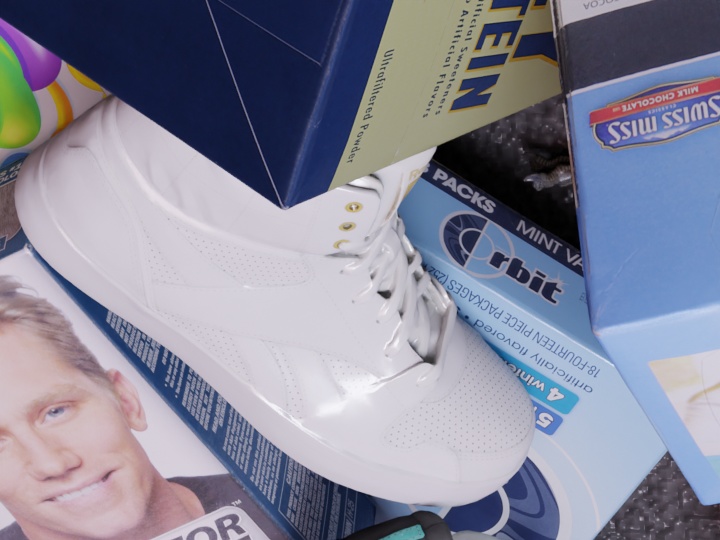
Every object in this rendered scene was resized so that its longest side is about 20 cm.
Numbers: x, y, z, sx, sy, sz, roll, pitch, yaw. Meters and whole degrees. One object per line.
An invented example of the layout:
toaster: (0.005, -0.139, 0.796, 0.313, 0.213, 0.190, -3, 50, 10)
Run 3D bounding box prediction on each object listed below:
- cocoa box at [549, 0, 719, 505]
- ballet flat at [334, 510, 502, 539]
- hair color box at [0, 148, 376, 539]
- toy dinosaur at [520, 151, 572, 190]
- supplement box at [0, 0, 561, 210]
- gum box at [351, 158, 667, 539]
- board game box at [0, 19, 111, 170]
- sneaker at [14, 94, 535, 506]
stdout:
cocoa box: (0.167, -0.032, 0.733, 0.199, 0.132, 0.133, -12, 151, 16)
ballet flat: (0.049, 0.138, 0.946, 0.068, 0.068, 0.200, -38, 146, 6)
hair color box: (-0.090, 0.058, 0.933, 0.100, 0.061, 0.200, -24, 123, 24)
toy dinosaur: (0.075, -0.073, 0.927, 0.200, 0.048, 0.088, 43, 113, -12)
supplement box: (-0.017, -0.146, 0.794, 0.200, 0.199, 0.135, 34, 124, 24)
gum box: (0.013, 0.052, 0.982, 0.169, 0.045, 0.200, 32, 136, -2)
board game box: (-0.137, -0.053, 0.965, 0.199, 0.105, 0.103, -28, 107, 27)
sneaker: (0.000, 0.000, 0.845, 0.199, 0.074, 0.115, 32, 138, -22)
